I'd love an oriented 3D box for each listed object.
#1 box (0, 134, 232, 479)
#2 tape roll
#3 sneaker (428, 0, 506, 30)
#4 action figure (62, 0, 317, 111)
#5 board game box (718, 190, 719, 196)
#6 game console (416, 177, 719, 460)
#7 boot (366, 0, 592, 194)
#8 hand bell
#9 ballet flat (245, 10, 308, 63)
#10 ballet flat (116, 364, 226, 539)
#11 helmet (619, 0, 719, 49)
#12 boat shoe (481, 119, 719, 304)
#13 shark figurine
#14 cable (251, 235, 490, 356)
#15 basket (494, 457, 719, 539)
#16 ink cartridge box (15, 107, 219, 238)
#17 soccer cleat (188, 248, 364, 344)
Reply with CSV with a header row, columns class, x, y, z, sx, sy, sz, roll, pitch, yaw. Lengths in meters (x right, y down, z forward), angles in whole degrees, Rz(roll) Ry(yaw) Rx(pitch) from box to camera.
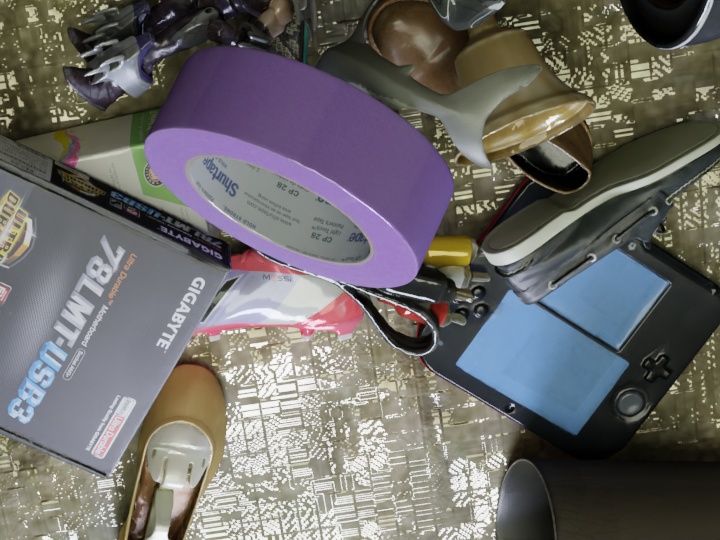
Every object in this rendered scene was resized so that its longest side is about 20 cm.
class,x,y,z,sx,sy,sz,roll,pitch,yaw
box,-0.223,0.027,1.463,0.198,0.050,0.200,27,113,-15
tape roll,-0.041,-0.066,1.356,0.199,0.200,0.066,30,72,-16
sneaker,0.035,-0.225,1.366,0.080,0.201,0.086,19,128,-37
action figure,-0.108,-0.182,1.408,0.199,0.131,0.069,-28,139,15
board game box,0.369,-0.114,1.512,0.134,0.034,0.201,19,113,-12
game console,0.160,0.041,1.577,0.199,0.031,0.177,31,110,-17
boot,0.091,-0.126,1.467,0.200,0.076,0.074,34,111,-17
hand bell,0.078,-0.184,1.406,0.104,0.104,0.201,-21,81,7
ballet flat,-0.073,-0.110,1.465,0.075,0.068,0.201,-9,119,-16
ballet flat,-0.146,0.171,1.602,0.068,0.063,0.201,10,114,-9
helmet,0.214,-0.254,1.352,0.190,0.200,0.200,27,112,-24
boat shoe,0.188,-0.039,1.502,0.199,0.074,0.066,-32,112,-9
shark figurine,0.016,-0.138,1.347,0.128,0.214,0.090,26,85,-27
cable,0.000,0.000,1.507,0.199,0.050,0.098,17,117,-13
basket,0.223,0.210,1.601,0.199,0.180,0.137,-2,75,-10
ink cartridge box,-0.211,-0.039,1.494,0.199,0.067,0.118,-12,117,2
soccer cleat,-0.092,0.012,1.533,0.199,0.067,0.077,0,104,-5
